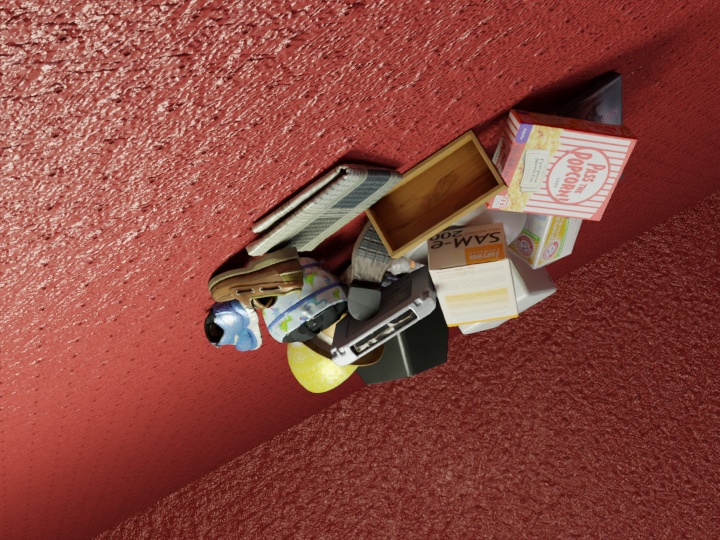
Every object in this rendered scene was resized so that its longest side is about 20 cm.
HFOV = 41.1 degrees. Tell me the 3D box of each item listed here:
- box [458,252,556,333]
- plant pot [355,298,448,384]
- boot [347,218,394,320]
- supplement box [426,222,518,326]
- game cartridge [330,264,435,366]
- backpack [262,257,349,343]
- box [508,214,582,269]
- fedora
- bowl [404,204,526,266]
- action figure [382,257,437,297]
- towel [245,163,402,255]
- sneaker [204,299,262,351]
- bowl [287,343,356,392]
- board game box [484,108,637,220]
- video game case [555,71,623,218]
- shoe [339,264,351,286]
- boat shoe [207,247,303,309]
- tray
[{"bbox_3d":[0.274,0.004,2.029,0.171,0.200,0.199,-33,166,25],"label":"box"},{"bbox_3d":[0.074,0.138,2.056,0.200,0.178,0.199,-16,179,41],"label":"plant pot"},{"bbox_3d":[0.018,-0.026,1.580,0.097,0.075,0.200,-100,-154,-72],"label":"boot"},{"bbox_3d":[0.186,0.010,1.571,0.126,0.074,0.200,-8,149,9],"label":"supplement box"},{"bbox_3d":[0.041,0.072,1.594,0.200,0.042,0.133,-33,-166,18],"label":"game cartridge"},{"bbox_3d":[-0.097,0.053,1.583,0.163,0.154,0.200,-27,-171,3],"label":"backpack"},{"bbox_3d":[0.318,-0.120,1.652,0.101,0.112,0.200,-21,137,-35],"label":"box"},{"bbox_3d":[-0.037,0.088,1.747,0.201,0.201,0.082,-14,139,-49],"label":"fedora"},{"bbox_3d":[0.159,-0.065,1.589,0.200,0.075,0.200,16,144,-29],"label":"bowl"},{"bbox_3d":[0.114,0.000,1.896,0.193,0.105,0.200,16,177,-43],"label":"action figure"},{"bbox_3d":[-0.052,-0.088,1.354,0.200,0.035,0.193,-37,169,22],"label":"towel"},{"bbox_3d":[-0.217,0.088,1.595,0.089,0.079,0.200,-20,158,-9],"label":"sneaker"},{"bbox_3d":[-0.082,0.128,1.895,0.200,0.200,0.108,-35,123,25],"label":"bowl"},{"bbox_3d":[0.301,-0.159,1.469,0.200,0.046,0.152,4,125,-18],"label":"board game box"},{"bbox_3d":[0.369,-0.199,1.538,0.143,0.019,0.200,-35,134,-24],"label":"video game case"},{"bbox_3d":[0.000,0.000,1.772,0.070,0.053,0.200,-47,180,-25],"label":"shoe"},{"bbox_3d":[-0.156,0.026,1.394,0.072,0.068,0.200,-13,174,-40],"label":"boat shoe"},{"bbox_3d":[0.110,-0.112,1.436,0.200,0.099,0.037,-32,168,14],"label":"tray"}]
